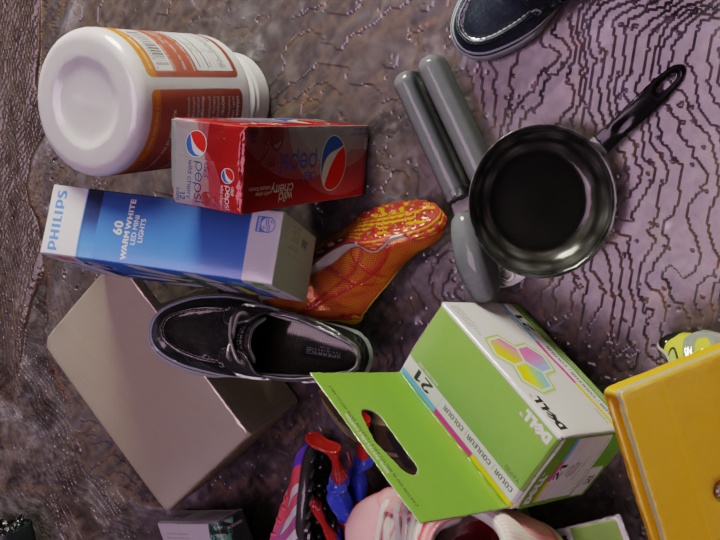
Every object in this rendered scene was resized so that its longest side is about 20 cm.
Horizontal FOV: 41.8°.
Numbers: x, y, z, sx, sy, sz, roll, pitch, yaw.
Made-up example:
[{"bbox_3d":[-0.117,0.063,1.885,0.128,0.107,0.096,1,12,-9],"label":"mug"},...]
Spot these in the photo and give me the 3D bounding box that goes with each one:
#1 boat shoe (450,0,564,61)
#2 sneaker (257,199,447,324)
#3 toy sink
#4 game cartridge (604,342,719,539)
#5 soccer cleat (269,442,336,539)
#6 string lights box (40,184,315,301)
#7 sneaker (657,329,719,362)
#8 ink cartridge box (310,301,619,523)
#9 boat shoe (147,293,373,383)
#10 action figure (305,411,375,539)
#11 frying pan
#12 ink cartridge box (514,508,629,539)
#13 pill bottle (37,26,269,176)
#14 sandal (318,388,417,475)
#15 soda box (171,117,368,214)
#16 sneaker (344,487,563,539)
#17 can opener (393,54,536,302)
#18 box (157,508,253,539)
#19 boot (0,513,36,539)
[{"bbox_3d":[0.132,-0.231,0.686,0.199,0.091,0.071,-38,82,28],"label":"boat shoe"},{"bbox_3d":[0.000,0.000,0.826,0.198,0.073,0.078,-28,109,33],"label":"sneaker"},{"bbox_3d":[-0.178,0.096,0.902,0.130,0.112,0.201,-43,83,23],"label":"toy sink"},{"bbox_3d":[0.282,0.132,0.649,0.197,0.032,0.179,-18,92,-13],"label":"game cartridge"},{"bbox_3d":[-0.062,0.254,0.901,0.072,0.068,0.204,11,107,29],"label":"soccer cleat"},{"bbox_3d":[-0.145,-0.022,0.773,0.196,0.103,0.060,7,82,14],"label":"string lights box"},{"bbox_3d":[0.243,0.143,0.704,0.075,0.075,0.204,12,83,34],"label":"sneaker"},{"bbox_3d":[0.085,0.097,0.693,0.148,0.198,0.076,50,119,34],"label":"ink cartridge box"},{"bbox_3d":[-0.087,0.055,0.792,0.196,0.071,0.074,4,81,4],"label":"boat shoe"},{"bbox_3d":[-0.010,0.204,0.839,0.051,0.065,0.203,22,137,33],"label":"action figure"},{"bbox_3d":[0.154,-0.087,0.717,0.113,0.031,0.193,24,96,0],"label":"frying pan"},{"bbox_3d":[0.152,0.277,0.778,0.198,0.076,0.150,-22,89,28],"label":"ink cartridge box"},{"bbox_3d":[-0.164,-0.144,0.798,0.110,0.199,0.115,5,102,26],"label":"pill bottle"},{"bbox_3d":[0.038,0.134,0.813,0.198,0.054,0.081,3,125,52],"label":"sandal"},{"bbox_3d":[-0.066,-0.088,0.756,0.069,0.199,0.065,10,103,26],"label":"soda box"},{"bbox_3d":[0.050,0.202,0.722,0.198,0.104,0.077,-1,71,38],"label":"sneaker"},{"bbox_3d":[0.083,-0.077,0.762,0.052,0.066,0.203,-25,83,30],"label":"can opener"},{"bbox_3d":[-0.129,0.339,0.939,0.144,0.036,0.203,-20,91,53],"label":"box"},{"bbox_3d":[-0.439,0.387,1.115,0.198,0.076,0.171,-22,93,22],"label":"boot"}]
